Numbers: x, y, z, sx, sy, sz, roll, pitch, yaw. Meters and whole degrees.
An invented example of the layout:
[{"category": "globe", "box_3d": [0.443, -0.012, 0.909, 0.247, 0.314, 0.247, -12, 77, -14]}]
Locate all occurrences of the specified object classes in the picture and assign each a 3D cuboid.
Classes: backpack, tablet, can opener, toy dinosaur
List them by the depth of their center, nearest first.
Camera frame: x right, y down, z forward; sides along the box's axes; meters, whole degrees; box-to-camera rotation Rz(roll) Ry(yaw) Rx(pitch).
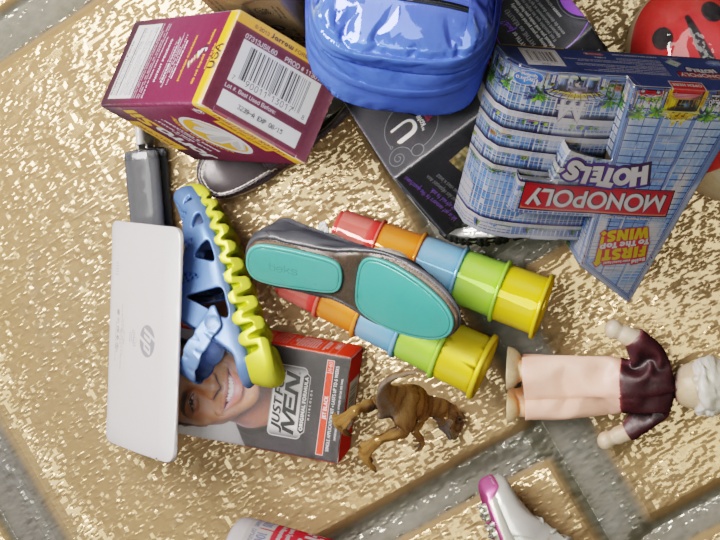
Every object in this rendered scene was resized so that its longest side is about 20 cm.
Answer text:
[{"category": "backpack", "box_3d": [0.030, -0.232, 1.269, 0.161, 0.168, 0.202, 7, 70, 5]}, {"category": "toy dinosaur", "box_3d": [0.028, 0.114, 1.419, 0.106, 0.200, 0.061, -38, 66, 10]}, {"category": "tablet", "box_3d": [-0.191, 0.060, 1.455, 0.014, 0.130, 0.202, -1, 95, -34]}, {"category": "can opener", "box_3d": [-0.182, -0.095, 1.493, 0.066, 0.053, 0.202, 2, 98, 12]}]

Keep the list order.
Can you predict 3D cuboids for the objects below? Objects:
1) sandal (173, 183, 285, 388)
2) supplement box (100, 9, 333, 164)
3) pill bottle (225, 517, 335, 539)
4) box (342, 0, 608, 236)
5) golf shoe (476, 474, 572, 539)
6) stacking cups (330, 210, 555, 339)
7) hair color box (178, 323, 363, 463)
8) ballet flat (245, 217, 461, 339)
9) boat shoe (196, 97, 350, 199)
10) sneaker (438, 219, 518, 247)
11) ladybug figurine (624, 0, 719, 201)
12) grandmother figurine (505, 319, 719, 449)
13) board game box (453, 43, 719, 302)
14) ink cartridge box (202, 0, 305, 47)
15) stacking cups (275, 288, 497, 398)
[{"category": "sandal", "box_3d": [-0.134, 0.018, 1.443, 0.086, 0.080, 0.201, -20, 68, 4]}, {"category": "supplement box", "box_3d": [-0.120, -0.151, 1.382, 0.110, 0.200, 0.086, 28, 80, -30]}, {"category": "pill bottle", "box_3d": [-0.029, 0.298, 1.484, 0.198, 0.112, 0.113, 13, 100, 8]}, {"category": "box", "box_3d": [0.102, -0.148, 1.372, 0.199, 0.106, 0.123, -36, 52, 7]}, {"category": "golf shoe", "box_3d": [0.175, 0.260, 1.470, 0.091, 0.075, 0.201, -29, 93, -2]}, {"category": "stacking cups", "box_3d": [0.068, 0.001, 1.460, 0.199, 0.060, 0.061, 19, 100, 12]}, {"category": "hair color box", "box_3d": [-0.104, 0.104, 1.500, 0.198, 0.061, 0.102, 9, 99, 10]}, {"category": "ballet flat", "box_3d": [0.000, 0.000, 1.414, 0.199, 0.073, 0.074, 17, 100, 14]}, {"category": "boat shoe", "box_3d": [-0.069, -0.131, 1.460, 0.199, 0.065, 0.072, -32, 93, 14]}, {"category": "sneaker", "box_3d": [0.158, -0.072, 1.422, 0.198, 0.074, 0.081, -15, 88, -2]}, {"category": "ladybug figurine", "box_3d": [0.295, -0.150, 1.379, 0.135, 0.072, 0.201, -30, 90, 5]}, {"category": "grandmother figurine", "box_3d": [0.227, 0.097, 1.441, 0.198, 0.061, 0.122, 1, 125, 8]}, {"category": "board game box", "box_3d": [0.184, -0.073, 1.322, 0.198, 0.062, 0.201, 1, 123, -17]}, {"category": "ink cartridge box", "box_3d": [-0.069, -0.278, 1.358, 0.074, 0.200, 0.166, 5, 83, 12]}, {"category": "stacking cups", "box_3d": [0.019, 0.048, 1.466, 0.199, 0.060, 0.061, 22, 101, 11]}]
